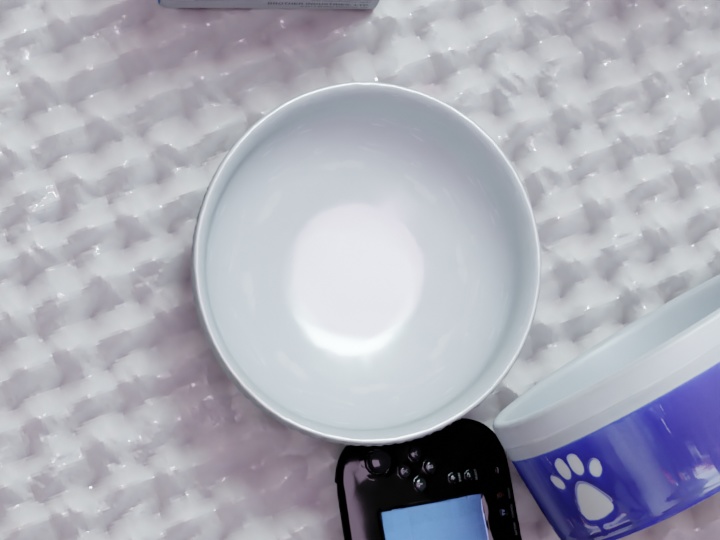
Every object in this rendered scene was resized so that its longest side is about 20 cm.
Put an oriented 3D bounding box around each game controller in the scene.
[{"bbox_3d":[0.047,0.187,1.088,0.103,0.042,0.202,-9,84,-10],"label":"game controller"}]

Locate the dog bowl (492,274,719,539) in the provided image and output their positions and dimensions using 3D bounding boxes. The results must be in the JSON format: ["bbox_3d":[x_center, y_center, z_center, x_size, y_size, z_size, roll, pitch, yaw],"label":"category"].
[{"bbox_3d":[0.175,0.067,1.044,0.199,0.200,0.079,-31,89,-11],"label":"dog bowl"}]

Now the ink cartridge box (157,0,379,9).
[{"bbox_3d":[-0.040,-0.207,1.051,0.135,0.200,0.077,-1,82,-9],"label":"ink cartridge box"}]

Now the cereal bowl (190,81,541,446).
[{"bbox_3d":[0.000,0.000,1.087,0.198,0.083,0.202,1,82,-8],"label":"cereal bowl"}]
